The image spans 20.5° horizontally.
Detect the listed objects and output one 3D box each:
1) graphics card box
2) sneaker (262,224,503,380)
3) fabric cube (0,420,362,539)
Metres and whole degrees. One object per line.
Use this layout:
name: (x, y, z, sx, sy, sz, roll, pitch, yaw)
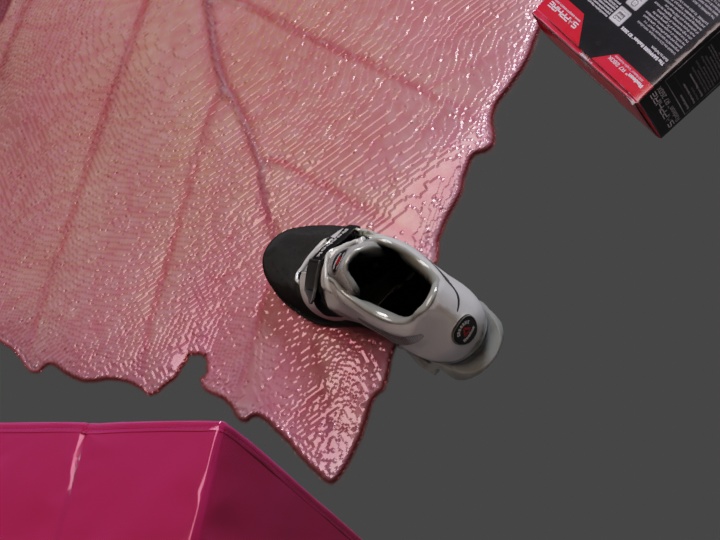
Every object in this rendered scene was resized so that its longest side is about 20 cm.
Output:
graphics card box: (0.226, -0.195, 1.313, 0.200, 0.051, 0.126, -43, 48, 2)
sneaker: (0.000, 0.000, 1.304, 0.199, 0.089, 0.075, 20, 74, 40)
fabric cube: (-0.134, 0.220, 1.171, 0.198, 0.196, 0.201, -3, 61, 29)
